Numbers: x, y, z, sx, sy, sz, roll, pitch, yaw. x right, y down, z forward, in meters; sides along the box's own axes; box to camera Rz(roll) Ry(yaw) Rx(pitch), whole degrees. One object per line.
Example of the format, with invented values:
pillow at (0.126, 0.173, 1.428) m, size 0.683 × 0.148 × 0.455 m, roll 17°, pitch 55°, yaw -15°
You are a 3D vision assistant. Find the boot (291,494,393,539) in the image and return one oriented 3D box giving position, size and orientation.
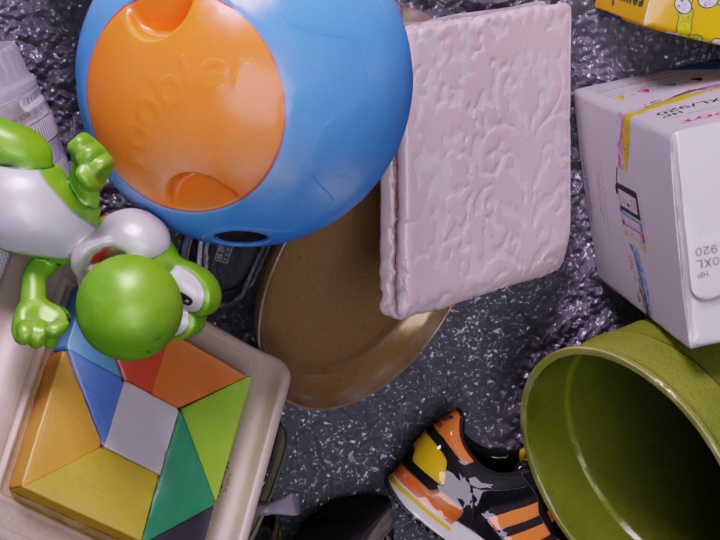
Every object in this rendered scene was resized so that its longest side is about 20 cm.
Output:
boot at (-0.022, 0.263, 1.438) m, size 0.073 × 0.204 × 0.154 m, roll -1°, pitch 114°, yaw 31°

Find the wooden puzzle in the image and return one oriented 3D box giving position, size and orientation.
wooden puzzle at (-0.140, 0.096, 1.252) m, size 0.200 × 0.037 × 0.185 m, roll 29°, pitch 62°, yaw -28°

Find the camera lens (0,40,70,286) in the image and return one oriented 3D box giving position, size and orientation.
camera lens at (-0.254, -0.027, 1.317) m, size 0.160 × 0.160 × 0.200 m, roll -18°, pitch 103°, yaw -7°

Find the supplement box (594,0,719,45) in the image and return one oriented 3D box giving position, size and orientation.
supplement box at (0.278, -0.201, 1.420) m, size 0.200 × 0.109 × 0.110 m, roll 12°, pitch 100°, yaw -14°

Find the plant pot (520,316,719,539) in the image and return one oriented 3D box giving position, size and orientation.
plant pot at (0.247, 0.101, 1.439) m, size 0.193 × 0.200 × 0.201 m, roll -30°, pitch 109°, yaw -32°

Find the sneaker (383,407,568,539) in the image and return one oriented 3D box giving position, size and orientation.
sneaker at (0.118, 0.175, 1.494) m, size 0.200 × 0.070 × 0.090 m, roll 34°, pitch 97°, yaw -16°

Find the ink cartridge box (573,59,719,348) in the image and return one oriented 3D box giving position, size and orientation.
ink cartridge box at (0.247, -0.052, 1.400) m, size 0.147 × 0.200 × 0.145 m, roll -12°, pitch 105°, yaw -9°

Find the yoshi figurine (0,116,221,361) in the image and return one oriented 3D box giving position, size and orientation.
yoshi figurine at (-0.171, -0.016, 1.186) m, size 0.200 × 0.112 × 0.112 m, roll 31°, pitch 62°, yaw -10°

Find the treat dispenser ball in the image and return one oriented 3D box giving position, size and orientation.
treat dispenser ball at (-0.068, -0.114, 1.248) m, size 0.201 × 0.201 × 0.201 m, roll -3°, pitch 104°, yaw -11°

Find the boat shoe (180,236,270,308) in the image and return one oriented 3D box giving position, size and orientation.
boat shoe at (-0.072, -0.072, 1.396) m, size 0.074 × 0.068 × 0.200 m, roll 20°, pitch 98°, yaw -16°

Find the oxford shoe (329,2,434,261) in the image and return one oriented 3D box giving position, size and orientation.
oxford shoe at (0.009, -0.081, 1.412) m, size 0.075 × 0.070 × 0.200 m, roll 16°, pitch 100°, yaw -21°

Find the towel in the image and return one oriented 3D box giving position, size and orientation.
towel at (0.077, -0.076, 1.388) m, size 0.200 × 0.032 × 0.191 m, roll -15°, pitch 109°, yaw -51°

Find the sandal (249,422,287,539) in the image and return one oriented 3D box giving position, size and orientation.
sandal at (-0.091, 0.194, 1.462) m, size 0.057 × 0.080 × 0.201 m, roll 5°, pitch 101°, yaw -48°

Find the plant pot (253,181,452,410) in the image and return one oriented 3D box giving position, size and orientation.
plant pot at (0.000, 0.000, 1.404) m, size 0.200 × 0.027 × 0.200 m, roll -28°, pitch 134°, yaw -34°

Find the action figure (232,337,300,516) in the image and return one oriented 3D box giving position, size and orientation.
action figure at (-0.156, 0.103, 1.393) m, size 0.193 × 0.105 × 0.200 m, roll -16°, pitch 103°, yaw 19°
